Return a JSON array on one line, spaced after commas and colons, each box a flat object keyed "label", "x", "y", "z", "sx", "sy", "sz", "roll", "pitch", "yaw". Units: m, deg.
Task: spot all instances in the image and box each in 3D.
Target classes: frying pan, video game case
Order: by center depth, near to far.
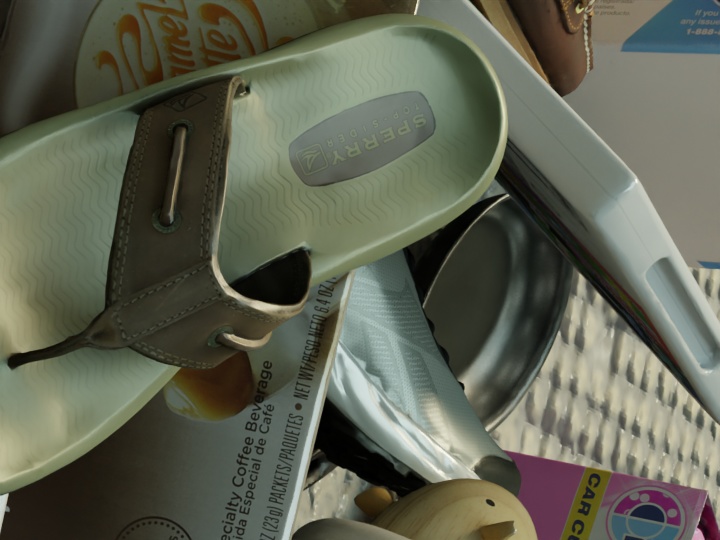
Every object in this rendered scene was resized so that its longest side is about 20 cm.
[{"label": "video game case", "x": 0.053, "y": -0.049, "z": 0.798, "sx": 0.023, "sy": 0.200, "sz": 0.182, "roll": -40, "pitch": 148, "yaw": 0}, {"label": "frying pan", "x": 0.026, "y": 0.045, "z": 0.915, "sx": 0.190, "sy": 0.031, "sz": 0.115, "roll": -49, "pitch": 145, "yaw": -23}]

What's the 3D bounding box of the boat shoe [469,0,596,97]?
[{"label": "boat shoe", "x": 0.056, "y": -0.117, "z": 0.784, "sx": 0.070, "sy": 0.070, "sz": 0.200, "roll": -36, "pitch": 156, "yaw": 2}]

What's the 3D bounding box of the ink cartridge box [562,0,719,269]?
[{"label": "ink cartridge box", "x": 0.170, "y": -0.121, "z": 1.024, "sx": 0.200, "sy": 0.147, "sz": 0.146, "roll": -63, "pitch": 143, "yaw": -32}]

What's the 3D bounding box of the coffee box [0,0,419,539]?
[{"label": "coffee box", "x": -0.058, "y": -0.005, "z": 0.662, "sx": 0.080, "sy": 0.114, "sz": 0.200, "roll": 113, "pitch": -9, "yaw": -76}]

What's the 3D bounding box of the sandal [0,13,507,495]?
[{"label": "sandal", "x": -0.037, "y": -0.014, "z": 0.577, "sx": 0.201, "sy": 0.057, "sz": 0.080, "roll": -32, "pitch": 106, "yaw": -27}]

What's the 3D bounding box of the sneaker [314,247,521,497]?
[{"label": "sneaker", "x": 0.000, "y": 0.020, "z": 0.779, "sx": 0.200, "sy": 0.074, "sz": 0.079, "roll": 47, "pitch": 70, "yaw": -36}]

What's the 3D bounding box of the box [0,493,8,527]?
[{"label": "box", "x": -0.154, "y": 0.050, "z": 0.547, "sx": 0.144, "sy": 0.036, "sz": 0.200, "roll": 18, "pitch": 77, "yaw": -35}]

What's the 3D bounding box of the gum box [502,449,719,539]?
[{"label": "gum box", "x": 0.097, "y": 0.154, "z": 0.956, "sx": 0.200, "sy": 0.113, "sz": 0.066, "roll": 63, "pitch": 42, "yaw": -53}]

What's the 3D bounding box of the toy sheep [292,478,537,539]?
[{"label": "toy sheep", "x": 0.001, "y": 0.154, "z": 0.718, "sx": 0.200, "sy": 0.138, "sz": 0.138, "roll": -64, "pitch": 145, "yaw": -21}]
